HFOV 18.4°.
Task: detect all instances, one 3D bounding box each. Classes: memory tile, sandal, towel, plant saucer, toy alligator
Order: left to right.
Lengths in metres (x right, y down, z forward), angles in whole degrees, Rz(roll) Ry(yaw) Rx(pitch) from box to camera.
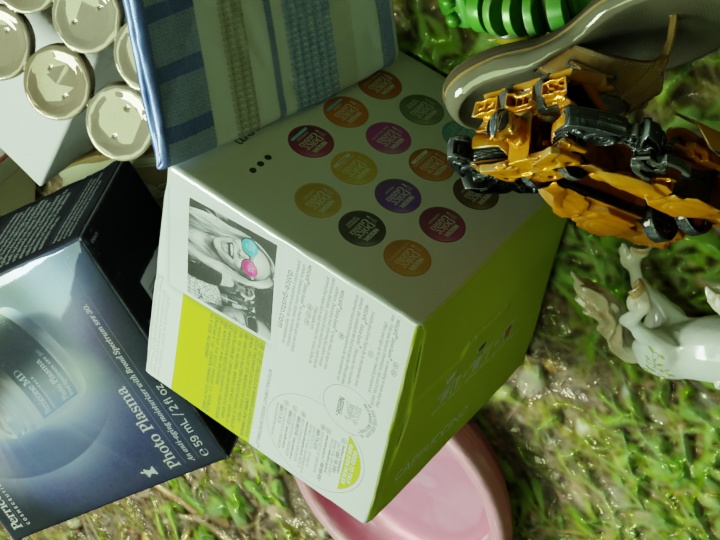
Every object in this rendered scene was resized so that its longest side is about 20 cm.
[{"bbox_3d":[-0.164,-0.187,1.430,0.153,0.017,0.201,31,109,11],"label":"memory tile"},{"bbox_3d":[-0.060,-0.163,1.371,0.024,0.199,0.148,20,129,46],"label":"towel"},{"bbox_3d":[0.036,0.155,1.677,0.199,0.051,0.202,25,137,26],"label":"plant saucer"},{"bbox_3d":[0.078,-0.166,1.364,0.199,0.054,0.060,8,127,39],"label":"toy alligator"},{"bbox_3d":[0.137,-0.115,1.307,0.199,0.054,0.080,-21,147,29],"label":"sandal"}]

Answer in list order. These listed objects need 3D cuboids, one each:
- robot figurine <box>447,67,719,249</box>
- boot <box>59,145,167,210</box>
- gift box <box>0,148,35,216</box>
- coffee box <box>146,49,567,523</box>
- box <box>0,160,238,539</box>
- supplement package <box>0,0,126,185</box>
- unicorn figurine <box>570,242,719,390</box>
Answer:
[{"bbox_3d":[0.146,-0.063,1.296,0.199,0.059,0.144,21,157,-39],"label":"robot figurine"},{"bbox_3d":[-0.129,-0.036,1.653,0.199,0.072,0.156,-9,115,51],"label":"boot"},{"bbox_3d":[-0.346,-0.074,1.746,0.199,0.185,0.187,33,148,12],"label":"gift box"},{"bbox_3d":[0.000,0.000,1.460,0.197,0.200,0.201,32,138,18],"label":"coffee box"},{"bbox_3d":[-0.209,0.061,1.596,0.197,0.124,0.201,-22,114,24],"label":"box"},{"bbox_3d":[-0.203,-0.181,1.560,0.120,0.121,0.200,42,140,7],"label":"supplement package"},{"bbox_3d":[0.231,0.052,1.403,0.199,0.074,0.138,28,149,44],"label":"unicorn figurine"}]
